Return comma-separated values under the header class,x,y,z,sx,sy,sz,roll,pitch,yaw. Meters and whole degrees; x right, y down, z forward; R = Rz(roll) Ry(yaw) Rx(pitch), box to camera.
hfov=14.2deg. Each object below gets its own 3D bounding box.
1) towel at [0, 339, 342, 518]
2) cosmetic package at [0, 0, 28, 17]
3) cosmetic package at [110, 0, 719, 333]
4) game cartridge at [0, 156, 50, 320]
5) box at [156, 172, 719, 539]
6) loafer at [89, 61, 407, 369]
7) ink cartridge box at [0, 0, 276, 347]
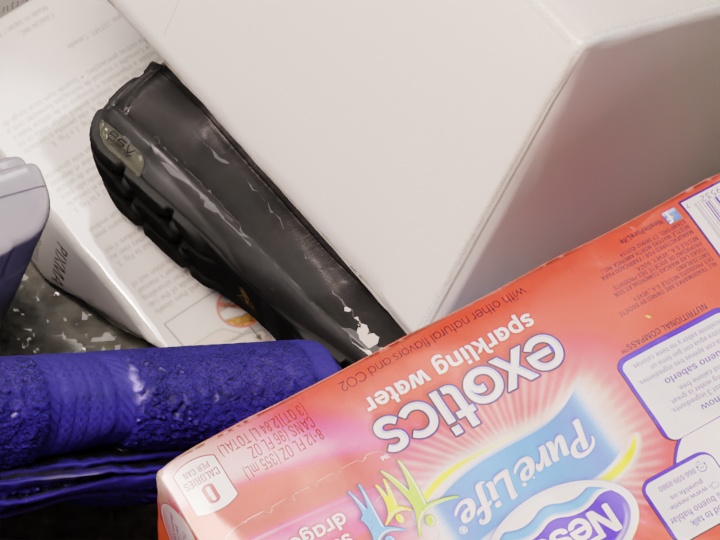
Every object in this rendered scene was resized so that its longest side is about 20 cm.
class,x,y,z,sx,sy,sz,roll,pitch,yaw
towel,-0.122,0.050,0.830,0.200,0.050,0.148,-3,-3,-34
cosmetic package,-0.120,-0.200,1.028,0.199,0.200,0.123,-26,51,-15
cosmetic package,0.047,-0.105,0.905,0.199,0.123,0.200,-18,57,-44
game cartridge,-0.198,0.017,0.895,0.200,0.133,0.041,-16,84,-16
box,0.051,0.066,0.797,0.200,0.095,0.100,-27,67,-16
loafer,0.000,0.000,0.910,0.070,0.068,0.201,-42,70,-14
ink cartridge box,-0.028,-0.032,0.988,0.163,0.057,0.200,-34,75,-21
